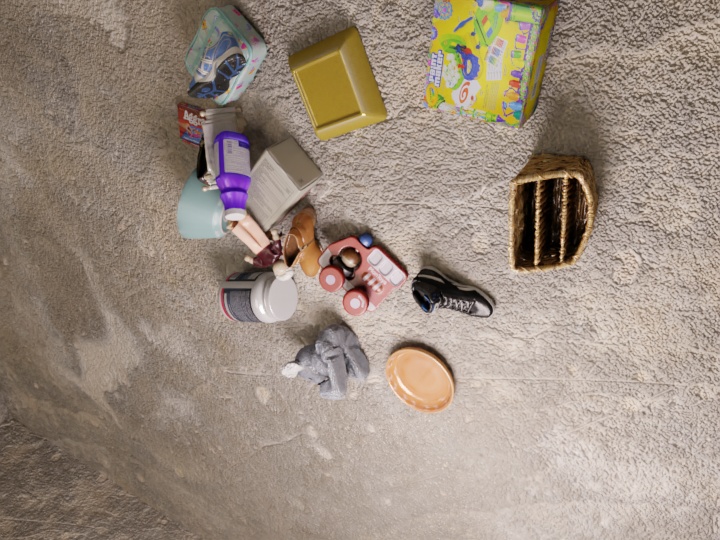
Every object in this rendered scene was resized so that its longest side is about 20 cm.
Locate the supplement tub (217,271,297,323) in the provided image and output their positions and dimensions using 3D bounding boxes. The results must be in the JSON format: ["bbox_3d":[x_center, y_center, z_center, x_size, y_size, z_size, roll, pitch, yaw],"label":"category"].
[{"bbox_3d":[-0.289,0.074,1.680,0.197,0.140,0.142,0,118,34],"label":"supplement tub"}]

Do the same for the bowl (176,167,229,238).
[{"bbox_3d":[-0.386,-0.166,1.574,0.103,0.202,0.203,18,127,7],"label":"bowl"}]

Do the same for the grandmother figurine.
[{"bbox_3d":[-0.243,-0.053,1.488,0.121,0.061,0.200,-34,106,35],"label":"grandmother figurine"}]

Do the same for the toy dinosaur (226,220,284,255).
[{"bbox_3d":[-0.276,-0.101,1.551,0.086,0.135,0.202,-40,64,18],"label":"toy dinosaur"}]

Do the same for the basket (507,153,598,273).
[{"bbox_3d":[0.366,-0.101,1.134,0.141,0.149,0.203,11,122,28],"label":"basket"}]

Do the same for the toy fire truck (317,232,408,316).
[{"bbox_3d":[0.000,0.000,1.481,0.200,0.112,0.168,44,108,2],"label":"toy fire truck"}]

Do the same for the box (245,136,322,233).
[{"bbox_3d":[-0.208,-0.207,1.475,0.128,0.109,0.200,49,132,-2],"label":"box"}]

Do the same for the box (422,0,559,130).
[{"bbox_3d":[0.228,-0.385,1.068,0.190,0.122,0.203,20,128,21],"label":"box"}]

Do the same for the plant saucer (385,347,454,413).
[{"bbox_3d":[0.160,0.284,1.582,0.197,0.037,0.203,16,124,25],"label":"plant saucer"}]

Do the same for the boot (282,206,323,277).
[{"bbox_3d":[-0.150,-0.043,1.499,0.072,0.155,0.203,2,120,13],"label":"boot"}]

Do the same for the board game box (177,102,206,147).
[{"bbox_3d":[-0.395,-0.363,1.565,0.197,0.019,0.104,22,126,21],"label":"board game box"}]

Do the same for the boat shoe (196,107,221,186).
[{"bbox_3d":[-0.362,-0.308,1.475,0.072,0.065,0.204,1,83,22],"label":"boat shoe"}]

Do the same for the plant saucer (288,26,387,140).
[{"bbox_3d":[-0.062,-0.394,1.306,0.197,0.048,0.203,-9,113,37],"label":"plant saucer"}]

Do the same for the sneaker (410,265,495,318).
[{"bbox_3d":[0.202,0.075,1.374,0.198,0.112,0.074,28,131,16],"label":"sneaker"}]

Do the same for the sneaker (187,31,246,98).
[{"bbox_3d":[-0.324,-0.450,1.337,0.198,0.075,0.078,-24,80,40],"label":"sneaker"}]

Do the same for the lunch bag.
[{"bbox_3d":[-0.321,-0.498,1.392,0.161,0.077,0.200,48,131,-2],"label":"lunch bag"}]

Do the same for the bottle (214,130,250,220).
[{"bbox_3d":[-0.297,-0.220,1.401,0.065,0.083,0.204,-19,72,47],"label":"bottle"}]

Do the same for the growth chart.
[{"bbox_3d":[-0.330,-0.297,1.455,0.018,0.144,0.204,5,100,38],"label":"growth chart"}]

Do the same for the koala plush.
[{"bbox_3d":[-0.109,0.248,1.661,0.198,0.176,0.187,-14,98,39],"label":"koala plush"}]
